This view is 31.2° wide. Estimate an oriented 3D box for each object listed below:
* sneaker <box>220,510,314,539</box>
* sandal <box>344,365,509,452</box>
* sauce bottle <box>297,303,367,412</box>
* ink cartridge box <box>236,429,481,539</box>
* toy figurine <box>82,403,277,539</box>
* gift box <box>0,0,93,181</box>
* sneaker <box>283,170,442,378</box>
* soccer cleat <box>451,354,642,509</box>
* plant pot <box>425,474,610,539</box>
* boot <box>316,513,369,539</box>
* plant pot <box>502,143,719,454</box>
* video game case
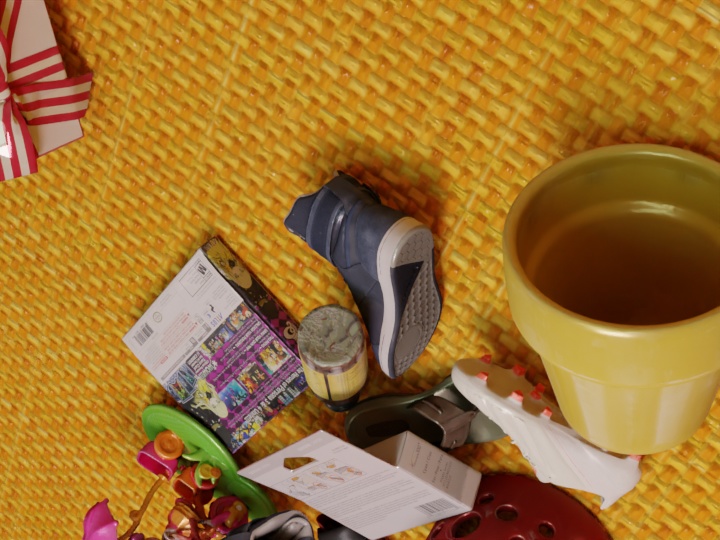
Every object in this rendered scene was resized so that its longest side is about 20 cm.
[{"bbox_3d":[-0.085,0.328,1.381,0.145,0.078,0.202,-29,140,24],"label":"sneaker"},{"bbox_3d":[0.073,0.150,1.245,0.199,0.057,0.081,-19,110,25],"label":"sandal"},{"bbox_3d":[-0.025,0.091,1.229,0.064,0.065,0.200,33,163,12],"label":"sauce bottle"},{"bbox_3d":[-0.005,0.200,1.279,0.175,0.045,0.200,30,149,-17],"label":"ink cartridge box"},{"bbox_3d":[-0.221,0.282,1.432,0.199,0.184,0.151,38,148,5],"label":"toy figurine"},{"bbox_3d":[-0.384,-0.196,1.271,0.185,0.199,0.187,15,131,44],"label":"gift box"},{"bbox_3d":[0.001,-0.001,1.204,0.145,0.077,0.204,33,146,29],"label":"sneaker"},{"bbox_3d":[0.162,0.150,1.169,0.198,0.069,0.078,30,114,-2],"label":"soccer cleat"},{"bbox_3d":[0.132,0.329,1.248,0.198,0.182,0.203,17,125,26],"label":"plant pot"},{"bbox_3d":[-0.021,0.350,1.450,0.146,0.072,0.200,60,148,14],"label":"boot"},{"bbox_3d":[0.216,0.036,1.013,0.198,0.202,0.190,15,142,25],"label":"plant pot"},{"bbox_3d":[-0.148,0.086,1.379,0.181,0.036,0.200,47,133,0],"label":"video game case"}]
